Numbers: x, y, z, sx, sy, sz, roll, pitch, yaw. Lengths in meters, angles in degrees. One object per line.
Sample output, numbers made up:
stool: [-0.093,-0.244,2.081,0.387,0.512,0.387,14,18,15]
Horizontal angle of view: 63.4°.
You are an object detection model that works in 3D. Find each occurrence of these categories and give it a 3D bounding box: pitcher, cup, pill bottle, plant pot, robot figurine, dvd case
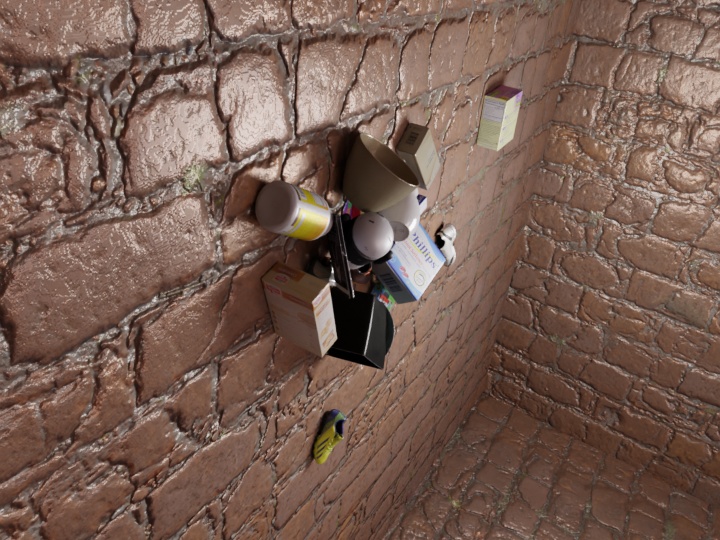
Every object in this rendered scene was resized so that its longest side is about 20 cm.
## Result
pitcher: [0.113,-0.201,1.673,0.173,0.119,0.202,74,22,-46]
cup: [0.034,-0.232,1.504,0.144,0.201,0.199,-49,161,22]
pill bottle: [-0.139,-0.128,1.303,0.199,0.108,0.111,12,100,-64]
plant pot: [-0.026,0.158,1.677,0.200,0.196,0.181,46,58,-63]
robot figurine: [0.000,-0.078,1.527,0.148,0.199,0.127,-3,77,-36]
dvd case: [-0.055,-0.041,1.447,0.016,0.149,0.204,-11,100,-13]

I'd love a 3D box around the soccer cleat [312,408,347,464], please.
soccer cleat: [-0.101,0.565,1.951,0.064,0.083,0.204,0,110,-63]

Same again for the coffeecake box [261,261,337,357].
coffeecake box: [-0.145,0.095,1.414,0.073,0.152,0.202,-48,149,-35]

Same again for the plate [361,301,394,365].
plate: [0.029,0.189,1.780,0.025,0.198,0.204,13,99,-50]

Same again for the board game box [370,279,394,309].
board game box: [0.046,0.141,1.949,0.202,0.036,0.151,-60,154,-5]

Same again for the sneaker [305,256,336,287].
sneaker: [-0.080,0.002,1.568,0.199,0.073,0.081,-2,107,-63]

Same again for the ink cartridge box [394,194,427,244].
ink cartridge box: [0.119,-0.171,1.797,0.200,0.093,0.045,-49,150,-35]

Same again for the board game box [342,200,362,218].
board game box: [0.019,-0.190,1.643,0.203,0.038,0.158,-66,155,-7]

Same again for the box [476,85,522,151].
box: [0.549,-0.603,2.305,0.176,0.096,0.203,-39,143,-45]

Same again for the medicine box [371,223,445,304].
medicine box: [0.146,-0.031,1.850,0.183,0.102,0.201,51,58,-18]

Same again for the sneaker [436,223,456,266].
sneaker: [0.333,-0.092,2.328,0.080,0.073,0.202,-35,137,-26]

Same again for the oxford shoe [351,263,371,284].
oxford shoe: [0.000,0.000,1.719,0.072,0.072,0.200,-63,154,-11]

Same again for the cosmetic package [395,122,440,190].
cosmetic package: [0.181,-0.350,1.805,0.105,0.072,0.200,-62,153,-13]
